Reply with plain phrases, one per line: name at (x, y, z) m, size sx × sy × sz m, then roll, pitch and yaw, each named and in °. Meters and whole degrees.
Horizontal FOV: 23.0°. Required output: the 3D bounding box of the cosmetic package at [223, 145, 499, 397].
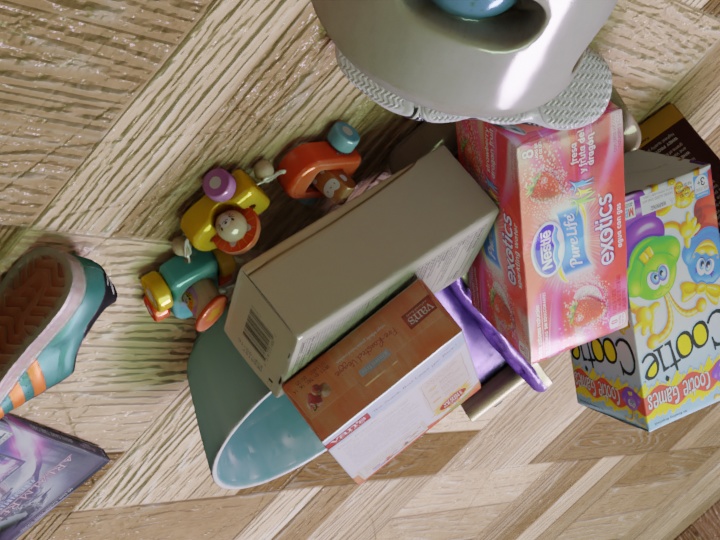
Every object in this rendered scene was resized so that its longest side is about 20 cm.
cosmetic package at (0.000, 0.000, 1.332) m, size 0.199 × 0.073 × 0.104 m, roll -33°, pitch 163°, yaw -28°

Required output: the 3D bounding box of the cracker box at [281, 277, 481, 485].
cracker box at (0.021, 0.091, 1.383) m, size 0.134 × 0.058 × 0.200 m, roll -38°, pitch 163°, yaw -4°

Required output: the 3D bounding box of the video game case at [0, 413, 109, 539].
video game case at (-0.300, 0.176, 1.415) m, size 0.143 × 0.019 × 0.200 m, roll -40°, pitch 156°, yaw 5°

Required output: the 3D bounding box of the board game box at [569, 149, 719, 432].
board game box at (0.236, 0.015, 1.479) m, size 0.104 × 0.103 × 0.202 m, roll -20°, pitch 110°, yaw -25°

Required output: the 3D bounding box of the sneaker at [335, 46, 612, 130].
sneaker at (0.071, -0.147, 1.257) m, size 0.198 × 0.115 × 0.076 m, roll 8°, pitch 103°, yaw -13°

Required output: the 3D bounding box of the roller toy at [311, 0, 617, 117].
roller toy at (0.071, -0.197, 1.035) m, size 0.199 × 0.183 × 0.140 m, roll -20°, pitch 151°, yaw -34°

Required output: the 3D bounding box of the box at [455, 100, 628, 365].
box at (0.141, -0.045, 1.374) m, size 0.094 × 0.103 × 0.202 m, roll -20°, pitch 126°, yaw -18°

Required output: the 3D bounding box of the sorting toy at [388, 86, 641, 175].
sorting toy at (0.135, -0.096, 1.454) m, size 0.185 × 0.037 × 0.200 m, roll -40°, pitch 144°, yaw 6°

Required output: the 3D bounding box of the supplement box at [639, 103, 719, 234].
supplement box at (0.278, -0.005, 1.676) m, size 0.196 × 0.201 × 0.133 m, roll -35°, pitch 157°, yaw -5°

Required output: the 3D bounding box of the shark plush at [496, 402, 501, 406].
shark plush at (0.146, 0.057, 1.732) m, size 0.083 × 0.091 × 0.200 m, roll -42°, pitch 173°, yaw -21°

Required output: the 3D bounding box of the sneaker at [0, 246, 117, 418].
sneaker at (-0.245, 0.070, 1.226) m, size 0.200 × 0.072 × 0.080 m, roll -44°, pitch 152°, yaw 12°

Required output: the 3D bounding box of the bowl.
bowl at (-0.063, 0.076, 1.456) m, size 0.200 × 0.105 × 0.201 m, roll -30°, pitch 157°, yaw -14°

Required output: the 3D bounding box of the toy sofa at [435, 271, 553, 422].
toy sofa at (0.078, 0.048, 1.524) m, size 0.083 × 0.098 × 0.200 m, roll -37°, pitch 131°, yaw 4°

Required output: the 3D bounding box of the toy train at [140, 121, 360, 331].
toy train at (-0.076, -0.021, 1.319) m, size 0.149 × 0.056 × 0.200 m, roll -5°, pitch 141°, yaw -51°
